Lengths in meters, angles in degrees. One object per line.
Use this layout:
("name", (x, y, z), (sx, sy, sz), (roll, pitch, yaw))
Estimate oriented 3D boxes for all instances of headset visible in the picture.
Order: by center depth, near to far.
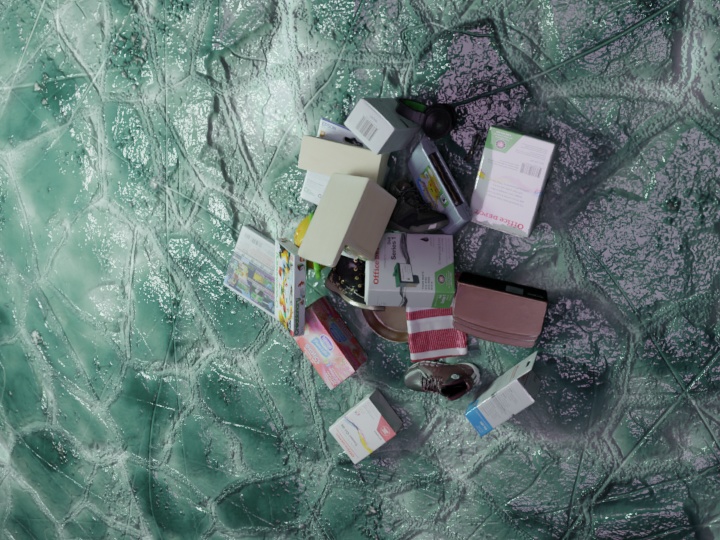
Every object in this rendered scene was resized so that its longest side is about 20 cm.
("headset", (0.165, -0.310, 1.404), (0.195, 0.124, 0.096), (23, 114, 8))

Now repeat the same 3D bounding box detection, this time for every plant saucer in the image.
("plant saucer", (0.091, 0.073, 1.583), (0.194, 0.034, 0.207), (6, 105, 21))

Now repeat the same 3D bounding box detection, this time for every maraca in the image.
("maraca", (-0.107, -0.060, 1.551), (0.104, 0.201, 0.141), (-11, 112, 0))

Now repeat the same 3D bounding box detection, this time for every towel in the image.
("towel", (0.178, 0.110, 1.526), (0.139, 0.023, 0.207), (-6, 101, -3))

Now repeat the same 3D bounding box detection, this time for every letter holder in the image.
("letter holder", (0.303, 0.103, 1.443), (0.194, 0.100, 0.147), (13, 105, 13))

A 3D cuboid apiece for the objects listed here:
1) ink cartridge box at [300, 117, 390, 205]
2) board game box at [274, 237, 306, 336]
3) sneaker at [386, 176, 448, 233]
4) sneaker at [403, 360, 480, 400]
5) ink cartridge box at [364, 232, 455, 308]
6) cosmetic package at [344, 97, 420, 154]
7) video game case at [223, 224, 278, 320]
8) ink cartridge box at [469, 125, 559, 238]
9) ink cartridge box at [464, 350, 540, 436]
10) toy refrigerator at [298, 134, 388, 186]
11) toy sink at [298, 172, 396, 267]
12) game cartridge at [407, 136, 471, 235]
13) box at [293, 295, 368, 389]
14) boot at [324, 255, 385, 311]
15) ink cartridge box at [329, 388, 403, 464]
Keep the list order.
("ink cartridge box", (-0.032, -0.235, 1.552), (0.195, 0.040, 0.205), (25, 111, 15))
("board game box", (-0.169, 0.039, 1.559), (0.126, 0.034, 0.206), (36, 128, 56))
("sneaker", (0.116, -0.145, 1.458), (0.197, 0.075, 0.118), (17, 117, 54))
("sneaker", (0.181, 0.266, 1.548), (0.195, 0.115, 0.078), (-11, 100, 25))
("ink cartridge box", (0.108, -0.001, 1.456), (0.193, 0.085, 0.150), (2, 64, -1))
("cosmetic package", (0.053, -0.315, 1.405), (0.102, 0.200, 0.074), (43, 116, 5))
("video game case", (-0.258, 0.007, 1.725), (0.197, 0.023, 0.186), (30, 113, 13))
("ink cartridge box", (0.323, -0.190, 1.384), (0.142, 0.087, 0.206), (19, 109, 19))
("ink cartridge box", (0.340, 0.281, 1.482), (0.199, 0.116, 0.067), (-42, 86, 27))
("toy refrigerator", (-0.039, -0.252, 1.492), (0.195, 0.070, 0.078), (15, 103, 16))
("toy sink", (-0.027, -0.092, 1.417), (0.129, 0.111, 0.205), (15, 79, 47))
("game cartridge", (0.170, -0.180, 1.433), (0.040, 0.133, 0.204), (-26, 83, -11))
("box", (-0.084, 0.181, 1.650), (0.094, 0.102, 0.202), (-38, 86, 27))
("boot", (0.000, 0.000, 1.552), (0.198, 0.072, 0.155), (28, 106, 46))
("ink cartridge box", (0.001, 0.418, 1.693), (0.200, 0.067, 0.117), (-43, 85, 26))
